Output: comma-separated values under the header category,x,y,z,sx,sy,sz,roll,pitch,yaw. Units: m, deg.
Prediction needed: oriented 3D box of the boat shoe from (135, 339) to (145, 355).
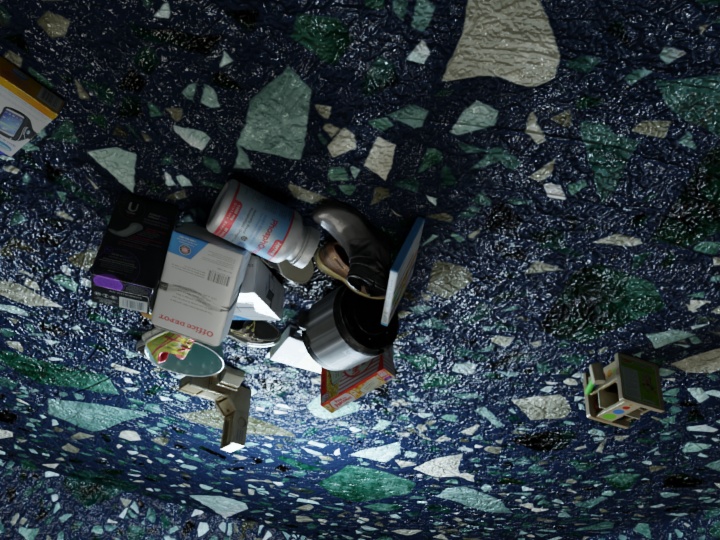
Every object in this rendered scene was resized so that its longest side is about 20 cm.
category,x,y,z,sx,sy,sz,roll,pitch,yaw
boat shoe,-0.513,0.224,1.875,0.199,0.067,0.070,2,145,6

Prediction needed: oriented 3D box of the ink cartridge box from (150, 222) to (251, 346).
category,x,y,z,sx,sy,sz,roll,pitch,yaw
ink cartridge box,-0.311,0.027,1.369,0.144,0.084,0.201,19,107,0

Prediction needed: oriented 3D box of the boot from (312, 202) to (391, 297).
category,x,y,z,sx,sy,sz,roll,pitch,yaw
boot,-0.014,-0.038,1.356,0.200,0.132,0.070,28,141,-28

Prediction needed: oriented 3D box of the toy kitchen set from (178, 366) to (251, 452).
category,x,y,z,sx,sy,sz,roll,pitch,yaw
toy kitchen set,-0.400,0.390,1.994,0.199,0.181,0.163,26,140,-33

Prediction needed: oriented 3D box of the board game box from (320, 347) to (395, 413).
category,x,y,z,sx,sy,sz,roll,pitch,yaw
board game box,-0.009,0.235,1.692,0.200,0.152,0.046,-34,124,24

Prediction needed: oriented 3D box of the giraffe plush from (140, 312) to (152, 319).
category,x,y,z,sx,sy,sz,roll,pitch,yaw
giraffe plush,-0.418,0.043,1.513,0.172,0.163,0.200,19,144,-17

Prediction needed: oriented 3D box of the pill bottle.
category,x,y,z,sx,sy,sz,roll,pitch,yaw
pill bottle,-0.182,-0.083,1.328,0.199,0.109,0.109,26,141,-19

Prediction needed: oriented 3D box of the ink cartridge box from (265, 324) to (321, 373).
category,x,y,z,sx,sy,sz,roll,pitch,yaw
ink cartridge box,-0.132,0.227,1.837,0.197,0.047,0.200,18,141,-18

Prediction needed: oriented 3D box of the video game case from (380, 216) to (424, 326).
category,x,y,z,sx,sy,sz,roll,pitch,yaw
video game case,0.083,0.005,1.396,0.018,0.143,0.200,22,147,10

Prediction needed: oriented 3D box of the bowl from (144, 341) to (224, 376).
category,x,y,z,sx,sy,sz,roll,pitch,yaw
bowl,-0.433,0.177,1.760,0.200,0.105,0.201,4,145,3

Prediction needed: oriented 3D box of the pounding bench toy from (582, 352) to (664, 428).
category,x,y,z,sx,sy,sz,roll,pitch,yaw
pounding bench toy,0.616,0.295,1.739,0.199,0.125,0.156,18,144,-16

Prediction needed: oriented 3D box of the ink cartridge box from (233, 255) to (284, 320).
category,x,y,z,sx,sy,sz,roll,pitch,yaw
ink cartridge box,-0.264,0.042,1.519,0.146,0.086,0.200,-1,161,11

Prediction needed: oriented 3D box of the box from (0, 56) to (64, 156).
category,x,y,z,sx,sy,sz,roll,pitch,yaw
box,-0.616,-0.272,1.203,0.199,0.042,0.119,-20,138,37

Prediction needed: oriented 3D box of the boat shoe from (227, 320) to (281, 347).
category,x,y,z,sx,sy,sz,roll,pitch,yaw
boat shoe,-0.287,0.134,1.702,0.200,0.072,0.061,16,149,-9

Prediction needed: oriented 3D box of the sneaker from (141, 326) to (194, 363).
category,x,y,z,sx,sy,sz,roll,pitch,yaw
sneaker,-0.405,0.154,1.606,0.199,0.091,0.078,-24,170,20

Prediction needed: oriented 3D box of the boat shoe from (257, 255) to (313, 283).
category,x,y,z,sx,sy,sz,roll,pitch,yaw
boat shoe,-0.174,-0.040,1.462,0.063,0.073,0.200,28,172,47

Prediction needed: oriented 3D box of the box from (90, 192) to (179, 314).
category,x,y,z,sx,sy,sz,roll,pitch,yaw
box,-0.442,-0.034,1.372,0.122,0.201,0.106,15,145,-11

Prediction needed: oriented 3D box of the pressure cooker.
category,x,y,z,sx,sy,sz,roll,pitch,yaw
pressure cooker,-0.036,0.129,1.555,0.200,0.178,0.176,-34,87,47

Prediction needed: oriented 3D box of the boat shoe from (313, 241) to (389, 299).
category,x,y,z,sx,sy,sz,roll,pitch,yaw
boat shoe,0.000,-0.001,1.462,0.200,0.072,0.067,28,142,-24
